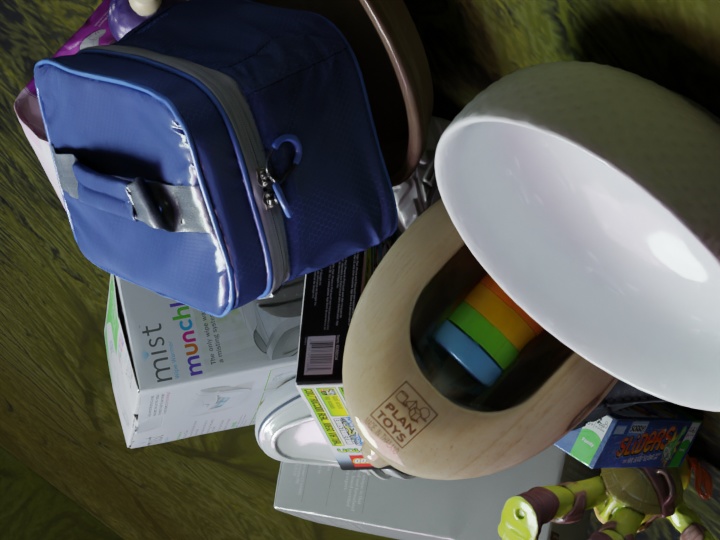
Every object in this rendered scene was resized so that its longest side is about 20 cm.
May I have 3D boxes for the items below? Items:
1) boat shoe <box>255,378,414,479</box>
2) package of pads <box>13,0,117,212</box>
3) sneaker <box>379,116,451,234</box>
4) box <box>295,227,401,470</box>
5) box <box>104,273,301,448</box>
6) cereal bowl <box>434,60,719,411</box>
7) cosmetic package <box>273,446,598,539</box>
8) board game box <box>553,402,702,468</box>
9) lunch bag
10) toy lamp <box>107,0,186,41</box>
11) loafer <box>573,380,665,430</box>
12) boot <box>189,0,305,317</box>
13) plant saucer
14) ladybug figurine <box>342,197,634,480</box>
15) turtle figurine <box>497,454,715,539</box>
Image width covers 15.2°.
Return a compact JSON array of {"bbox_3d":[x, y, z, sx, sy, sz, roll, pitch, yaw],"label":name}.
[{"bbox_3d":[0.024,0.101,1.748,0.199,0.066,0.074,-12,127,15],"label":"boat shoe"},{"bbox_3d":[-0.149,-0.086,1.774,0.076,0.121,0.200,34,164,21],"label":"package of pads"},{"bbox_3d":[0.065,-0.013,1.554,0.200,0.078,0.099,49,166,-25],"label":"sneaker"},{"bbox_3d":[0.000,0.000,1.539,0.035,0.201,0.110,-3,151,14],"label":"box"},{"bbox_3d":[-0.080,0.047,1.837,0.200,0.176,0.097,114,145,-75],"label":"box"},{"bbox_3d":[0.137,-0.028,1.302,0.200,0.083,0.200,35,159,15],"label":"cereal bowl"},{"bbox_3d":[0.053,0.145,1.834,0.199,0.091,0.107,6,171,17],"label":"cosmetic package"},{"bbox_3d":[0.095,0.056,1.627,0.200,0.035,0.135,32,-168,26],"label":"board game box"},{"bbox_3d":[-0.083,-0.058,1.431,0.200,0.132,0.136,18,129,56],"label":"lunch bag"},{"bbox_3d":[-0.128,-0.185,1.567,0.058,0.058,0.200,37,164,11],"label":"toy lamp"},{"bbox_3d":[0.109,0.060,1.496,0.199,0.071,0.068,2,-165,-5],"label":"loafer"},{"bbox_3d":[-0.058,-0.084,1.642,0.158,0.079,0.212,-78,-22,-72],"label":"boot"},{"bbox_3d":[-0.027,-0.135,1.443,0.200,0.029,0.200,44,157,24],"label":"plant saucer"},{"bbox_3d":[0.071,0.027,1.423,0.136,0.200,0.072,47,175,1],"label":"ladybug figurine"},{"bbox_3d":[0.169,0.147,1.662,0.200,0.161,0.064,48,131,12],"label":"turtle figurine"}]
